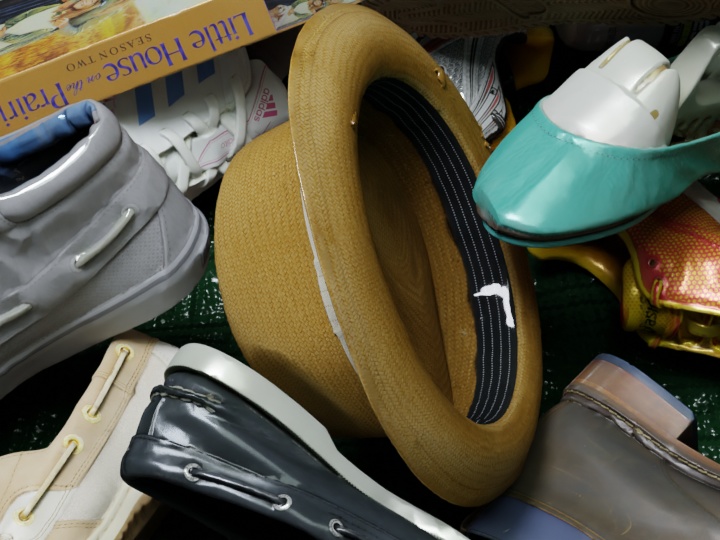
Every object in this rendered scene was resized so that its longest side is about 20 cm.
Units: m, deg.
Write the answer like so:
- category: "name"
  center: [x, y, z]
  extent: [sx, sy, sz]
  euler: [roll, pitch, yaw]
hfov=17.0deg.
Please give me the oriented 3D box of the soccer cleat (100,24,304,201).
- category: "soccer cleat"
  center: [-0.083, -0.061, 1.059]
  extent: [0.086, 0.070, 0.200]
  euler: [13, 52, 27]

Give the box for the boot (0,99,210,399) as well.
- category: "boot"
  center: [-0.165, 0.004, 0.966]
  extent: [0.199, 0.096, 0.074]
  euler: [-31, 39, 6]

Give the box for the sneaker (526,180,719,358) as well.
- category: "sneaker"
  center: [0.155, 0.015, 1.020]
  extent: [0.200, 0.073, 0.077]
  euler: [29, 58, 31]

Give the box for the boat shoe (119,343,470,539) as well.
- category: "boat shoe"
  center: [-0.008, 0.114, 0.920]
  extent: [0.199, 0.074, 0.066]
  euler: [41, 64, -8]

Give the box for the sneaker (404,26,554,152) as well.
- category: "sneaker"
  center: [0.027, -0.056, 1.059]
  extent: [0.082, 0.078, 0.200]
  euler: [20, 57, 12]

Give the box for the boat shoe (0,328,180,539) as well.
- category: "boat shoe"
  center: [-0.125, 0.100, 0.945]
  extent: [0.069, 0.074, 0.200]
  euler: [33, 50, 6]

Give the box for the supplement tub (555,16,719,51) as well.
- category: "supplement tub"
  center: [0.187, -0.166, 1.111]
  extent: [0.199, 0.123, 0.123]
  euler: [-3, 55, -2]

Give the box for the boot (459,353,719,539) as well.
- category: "boot"
  center: [0.132, 0.125, 0.944]
  extent: [0.097, 0.075, 0.200]
  euler: [-41, 54, -15]

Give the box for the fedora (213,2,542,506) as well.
- category: "fedora"
  center: [0.000, 0.000, 0.940]
  extent: [0.082, 0.201, 0.201]
  euler: [-17, 50, 26]

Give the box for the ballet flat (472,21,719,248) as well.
- category: "ballet flat"
  center: [0.120, -0.066, 0.985]
  extent: [0.067, 0.071, 0.200]
  euler: [33, 35, 33]

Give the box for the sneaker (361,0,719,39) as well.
- category: "sneaker"
  center: [0.092, -0.161, 0.999]
  extent: [0.199, 0.071, 0.113]
  euler: [1, 71, 38]

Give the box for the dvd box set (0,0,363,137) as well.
- category: "dvd box set"
  center: [-0.098, -0.124, 1.067]
  extent: [0.199, 0.029, 0.147]
  euler: [-20, 30, 7]
